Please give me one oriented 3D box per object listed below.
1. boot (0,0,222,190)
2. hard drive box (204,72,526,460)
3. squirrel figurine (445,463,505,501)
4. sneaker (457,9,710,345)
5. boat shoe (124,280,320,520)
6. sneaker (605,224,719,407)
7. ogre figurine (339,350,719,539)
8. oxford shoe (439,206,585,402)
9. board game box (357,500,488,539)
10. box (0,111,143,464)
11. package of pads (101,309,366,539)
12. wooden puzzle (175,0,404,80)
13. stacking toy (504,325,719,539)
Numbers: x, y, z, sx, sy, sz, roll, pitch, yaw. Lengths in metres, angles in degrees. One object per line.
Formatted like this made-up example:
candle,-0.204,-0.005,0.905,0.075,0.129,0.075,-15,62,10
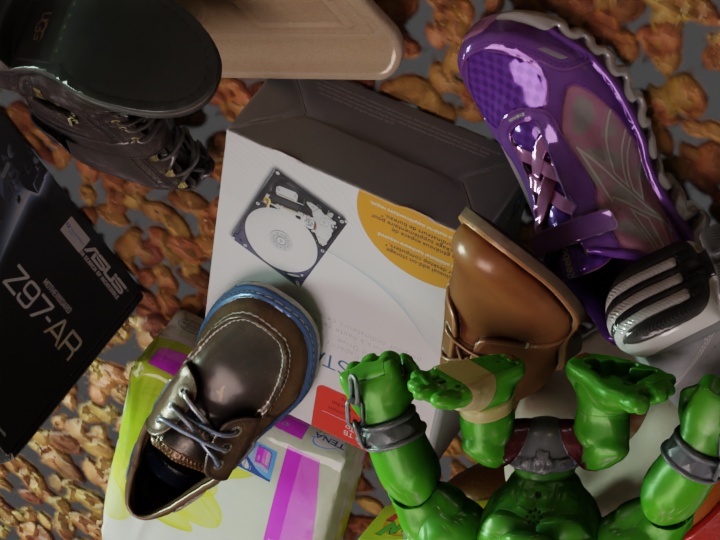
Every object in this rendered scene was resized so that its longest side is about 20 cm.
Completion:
boot,-0.126,-0.094,1.427,0.200,0.069,0.174,17,164,33
hard drive box,0.000,0.000,1.455,0.156,0.077,0.200,24,138,14
squirrel figurine,0.126,0.193,1.531,0.200,0.142,0.187,1,118,21
sneaker,0.113,-0.042,1.334,0.080,0.088,0.200,-18,116,44
boat shoe,-0.082,0.084,1.475,0.072,0.072,0.200,33,139,3
sneaker,0.232,0.014,1.302,0.200,0.075,0.116,-23,131,16
ogre figurine,0.094,0.103,1.297,0.200,0.098,0.120,-4,111,-3
oxford shoe,0.071,0.029,1.334,0.071,0.071,0.200,40,169,22
board game box,0.074,0.230,1.466,0.102,0.048,0.200,-6,109,25
box,-0.239,-0.006,1.544,0.044,0.160,0.200,-18,116,44
package of pads,-0.083,0.131,1.636,0.154,0.068,0.200,25,137,11
wooden puzzle,-0.090,-0.175,1.347,0.185,0.046,0.200,3,150,35
stacking toy,0.188,0.129,1.433,0.146,0.146,0.200,-13,135,40
